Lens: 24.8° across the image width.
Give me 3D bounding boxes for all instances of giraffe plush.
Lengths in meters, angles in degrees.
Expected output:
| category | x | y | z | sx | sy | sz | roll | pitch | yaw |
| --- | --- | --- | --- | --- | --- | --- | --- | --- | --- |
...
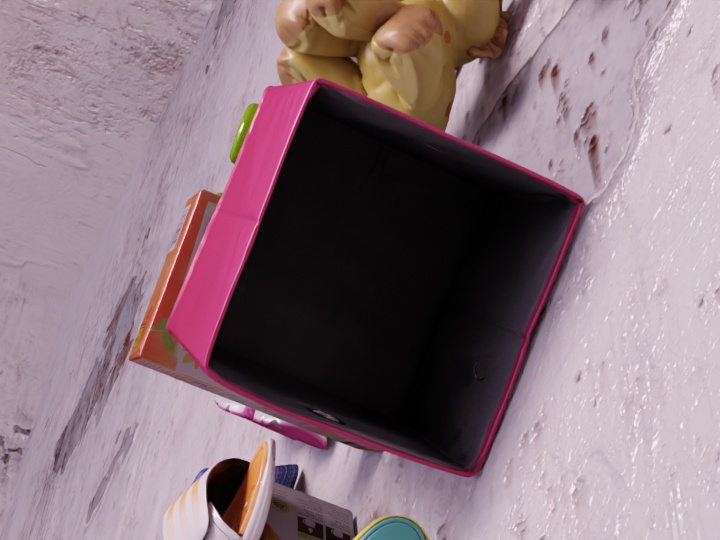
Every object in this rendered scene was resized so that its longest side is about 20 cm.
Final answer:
| category | x | y | z | sx | sy | sz | roll | pitch | yaw |
| --- | --- | --- | --- | --- | --- | --- | --- | --- | --- |
| giraffe plush | 0.049 | -0.195 | 1.318 | 0.163 | 0.200 | 0.172 | -54 | 13 | -27 |

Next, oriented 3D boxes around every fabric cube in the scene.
| category | x | y | z | sx | sy | sz | roll | pitch | yaw |
| --- | --- | --- | --- | --- | --- | --- | --- | --- | --- |
| fabric cube | 0.000 | 0.000 | 1.103 | 0.202 | 0.195 | 0.199 | -68 | 15 | -1 |

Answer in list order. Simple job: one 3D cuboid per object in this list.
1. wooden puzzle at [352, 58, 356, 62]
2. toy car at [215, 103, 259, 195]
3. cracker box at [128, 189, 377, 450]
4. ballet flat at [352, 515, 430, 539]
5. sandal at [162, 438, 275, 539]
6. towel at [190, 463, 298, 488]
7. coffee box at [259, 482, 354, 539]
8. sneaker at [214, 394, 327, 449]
| category | x | y | z | sx | sy | sz | roll | pitch | yaw |
| --- | --- | --- | --- | --- | --- | --- | --- | --- | --- |
| wooden puzzle | -0.006 | -0.282 | 1.741 | 0.186 | 0.037 | 0.201 | 94 | -175 | -56 |
| toy car | -0.047 | -0.039 | 1.446 | 0.200 | 0.163 | 0.159 | 122 | 168 | -80 |
| cracker box | -0.059 | 0.040 | 1.245 | 0.135 | 0.199 | 0.058 | -70 | 14 | -12 |
| ballet flat | -0.003 | 0.252 | 1.016 | 0.067 | 0.066 | 0.202 | 93 | -169 | -69 |
| sandal | -0.121 | 0.204 | 1.186 | 0.208 | 0.059 | 0.079 | -60 | 14 | 27 |
| towel | -0.116 | 0.223 | 1.332 | 0.146 | 0.024 | 0.200 | -65 | -19 | 2 |
| coffee box | -0.058 | 0.258 | 1.159 | 0.115 | 0.079 | 0.200 | -62 | 15 | 22 |
| sneaker | -0.064 | 0.098 | 1.442 | 0.200 | 0.081 | 0.089 | 5 | 72 | 66 |
